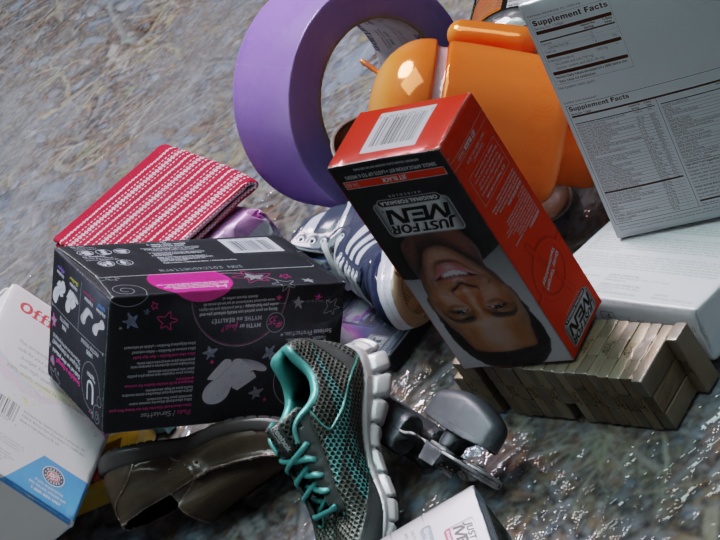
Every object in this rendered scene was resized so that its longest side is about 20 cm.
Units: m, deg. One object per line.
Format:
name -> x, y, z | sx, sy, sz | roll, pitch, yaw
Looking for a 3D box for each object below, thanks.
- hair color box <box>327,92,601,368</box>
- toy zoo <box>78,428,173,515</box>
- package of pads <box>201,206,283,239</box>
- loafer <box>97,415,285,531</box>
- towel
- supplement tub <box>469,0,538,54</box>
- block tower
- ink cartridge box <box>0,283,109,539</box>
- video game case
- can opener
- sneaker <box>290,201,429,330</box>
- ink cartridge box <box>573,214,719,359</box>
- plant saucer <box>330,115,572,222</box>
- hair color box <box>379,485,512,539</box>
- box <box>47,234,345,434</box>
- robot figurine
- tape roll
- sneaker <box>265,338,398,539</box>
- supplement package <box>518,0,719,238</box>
hair color box -> 0.074, -0.024, 1.502 | 0.101, 0.200, 0.061 | -7, 41, 40
toy zoo -> -0.245, 0.162, 1.853 | 0.199, 0.020, 0.132 | -24, 33, 20
package of pads -> -0.154, -0.004, 1.926 | 0.121, 0.076, 0.200 | -47, 28, -17
loafer -> -0.111, 0.161, 1.689 | 0.199, 0.073, 0.071 | -16, 72, 27
towel -> -0.183, -0.049, 1.924 | 0.145, 0.023, 0.200 | -43, 28, -14
supplement tub -> 0.148, -0.190, 1.823 | 0.122, 0.123, 0.200 | -21, 28, 24
block tower -> 0.153, 0.070, 1.545 | 0.199, 0.054, 0.058 | 0, 47, 46
ink cartridge box -> -0.283, 0.124, 1.769 | 0.125, 0.128, 0.201 | -40, 22, 40
video game case -> 0.001, 0.015, 1.810 | 0.199, 0.019, 0.143 | 8, 52, 49
can opener -> 0.047, 0.107, 1.594 | 0.067, 0.053, 0.200 | -59, 33, -1
sneaker -> 0.000, 0.000, 1.743 | 0.108, 0.070, 0.200 | -21, 26, 14
ink cartridge box -> 0.249, -0.016, 1.592 | 0.200, 0.047, 0.160 | -39, 27, -31
plant saucer -> 0.070, -0.070, 1.746 | 0.199, 0.035, 0.201 | 10, 28, -5
hair color box -> 0.014, 0.238, 1.447 | 0.199, 0.061, 0.099 | -32, 31, 9
box -> -0.131, 0.048, 1.711 | 0.199, 0.115, 0.132 | -3, 19, -28
robot figurine -> 0.092, -0.117, 1.678 | 0.199, 0.145, 0.117 | 9, 13, 0
tape roll -> -0.006, -0.152, 1.869 | 0.200, 0.200, 0.085 | -49, 33, -21
sneaker -> -0.029, 0.137, 1.554 | 0.078, 0.091, 0.201 | -39, 45, 44
supplement package -> 0.239, -0.168, 1.604 | 0.146, 0.201, 0.192 | -13, 27, 28
